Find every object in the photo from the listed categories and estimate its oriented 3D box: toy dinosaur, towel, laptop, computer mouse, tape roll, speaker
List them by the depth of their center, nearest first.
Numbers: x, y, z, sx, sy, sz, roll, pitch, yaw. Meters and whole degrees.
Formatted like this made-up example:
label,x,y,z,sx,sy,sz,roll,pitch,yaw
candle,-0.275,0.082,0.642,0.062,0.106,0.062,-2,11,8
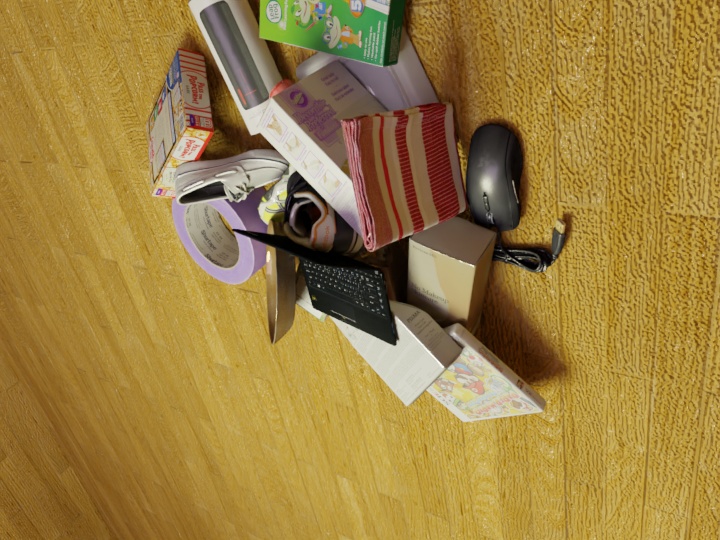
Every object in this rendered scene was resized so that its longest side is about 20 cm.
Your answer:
label,x,y,z,sx,sy,sz,roll,pitch,yaw
towel,0.063,-0.119,0.725,0.022,0.198,0.147,0,107,44
computer mouse,0.195,-0.080,0.783,0.138,0.046,0.203,18,130,30
laptop,-0.058,0.025,0.829,0.175,0.103,0.203,21,136,39
speaker,-0.168,-0.305,0.886,0.080,0.081,0.203,-6,117,41
toy dinosaur,0.000,0.000,0.910,0.100,0.059,0.201,-6,128,42
tape roll,-0.244,-0.083,1.111,0.197,0.085,0.203,21,131,26

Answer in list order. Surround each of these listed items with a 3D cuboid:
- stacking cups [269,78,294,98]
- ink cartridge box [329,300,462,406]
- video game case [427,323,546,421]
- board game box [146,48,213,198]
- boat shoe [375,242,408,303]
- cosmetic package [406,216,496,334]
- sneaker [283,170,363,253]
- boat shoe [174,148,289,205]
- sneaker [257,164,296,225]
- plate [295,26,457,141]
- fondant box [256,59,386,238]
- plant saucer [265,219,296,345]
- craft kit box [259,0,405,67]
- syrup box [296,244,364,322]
label,x,y,z,sx,sy,sz,roll,pitch,yaw
stacking cups,-0.051,-0.180,0.850,0.200,0.060,0.060,47,138,-1
ink cartridge box,0.042,0.091,0.908,0.200,0.047,0.161,48,148,13
video game case,0.155,0.165,0.935,0.181,0.023,0.199,41,150,-10
board game box,-0.307,-0.238,1.014,0.199,0.046,0.154,-38,57,48
boat shoe,0.051,0.047,0.977,0.068,0.074,0.203,1,122,31
cosmetic package,0.124,0.020,0.872,0.104,0.071,0.202,23,143,23
sneaker,-0.072,-0.089,0.828,0.200,0.078,0.080,44,127,49
boat shoe,-0.204,-0.142,0.986,0.196,0.067,0.074,-10,154,8
sneaker,-0.100,-0.119,0.975,0.077,0.075,0.200,48,139,-2
plate,0.011,-0.223,0.837,0.197,0.032,0.202,-15,111,44
fondant box,-0.012,-0.157,0.774,0.200,0.144,0.058,45,139,0
plant saucer,-0.130,0.018,0.993,0.035,0.202,0.203,-1,134,-14
craft kit box,-0.034,-0.369,0.732,0.195,0.048,0.204,23,122,28
syrup box,-0.050,-0.017,1.004,0.078,0.082,0.202,32,135,9
